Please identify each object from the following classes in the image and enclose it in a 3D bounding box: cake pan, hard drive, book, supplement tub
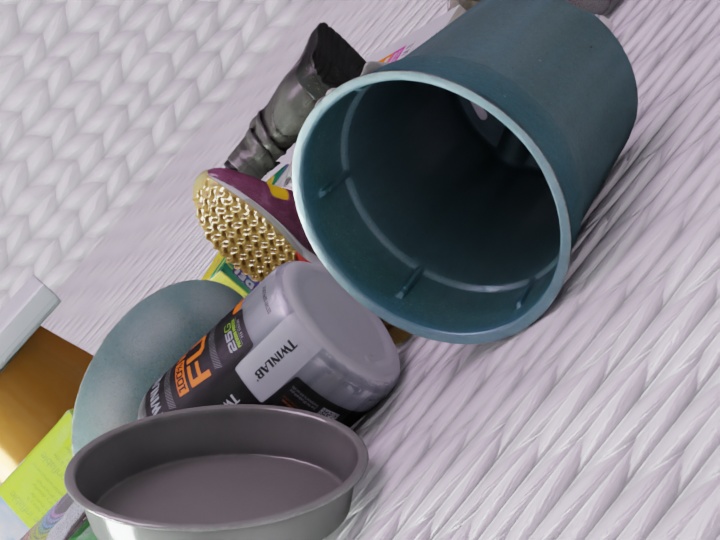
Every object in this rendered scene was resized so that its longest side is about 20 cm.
[{"bbox_3d":[-0.094,0.142,1.431,0.200,0.037,0.200,-2,19,1],"label":"cake pan"},{"bbox_3d":[-0.336,0.089,1.867,0.200,0.027,0.132,-49,11,-5],"label":"hard drive"},{"bbox_3d":[0.013,-0.146,1.928,0.200,0.048,0.134,-27,23,50],"label":"book"},{"bbox_3d":[-0.078,0.097,1.587,0.200,0.123,0.123,-43,12,21],"label":"supplement tub"}]

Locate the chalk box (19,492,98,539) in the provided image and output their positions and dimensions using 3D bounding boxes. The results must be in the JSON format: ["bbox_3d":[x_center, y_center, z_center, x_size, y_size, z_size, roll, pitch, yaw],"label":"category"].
[{"bbox_3d":[-0.207,0.256,1.524,0.200,0.124,0.124,-46,13,9],"label":"chalk box"}]

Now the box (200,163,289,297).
[{"bbox_3d":[-0.067,0.007,1.864,0.048,0.117,0.200,-39,15,39],"label":"box"}]

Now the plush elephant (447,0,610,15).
[{"bbox_3d":[0.147,-0.286,1.932,0.155,0.165,0.200,-5,-23,-22],"label":"plush elephant"}]

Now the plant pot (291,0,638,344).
[{"bbox_3d":[0.087,-0.087,1.476,0.200,0.200,0.196,-37,8,42],"label":"plant pot"}]

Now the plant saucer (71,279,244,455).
[{"bbox_3d":[-0.136,0.108,1.701,0.039,0.201,0.201,23,65,39],"label":"plant saucer"}]

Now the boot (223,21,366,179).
[{"bbox_3d":[-0.060,-0.138,1.860,0.131,0.068,0.200,-44,5,17],"label":"boot"}]

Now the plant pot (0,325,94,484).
[{"bbox_3d":[-0.258,0.152,1.902,0.200,0.183,0.200,-45,12,12],"label":"plant pot"}]

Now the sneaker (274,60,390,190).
[{"bbox_3d":[-0.029,-0.093,1.722,0.200,0.076,0.092,-50,-32,-32],"label":"sneaker"}]

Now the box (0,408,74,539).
[{"bbox_3d":[-0.258,0.224,1.797,0.200,0.122,0.048,-46,-9,13],"label":"box"}]

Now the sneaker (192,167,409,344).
[{"bbox_3d":[-0.032,-0.027,1.652,0.090,0.200,0.075,-58,5,-39],"label":"sneaker"}]

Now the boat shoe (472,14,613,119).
[{"bbox_3d":[0.132,-0.170,1.857,0.200,0.069,0.072,-34,17,49],"label":"boat shoe"}]

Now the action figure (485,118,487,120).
[{"bbox_3d":[0.085,-0.088,1.772,0.130,0.069,0.200,-40,15,0],"label":"action figure"}]
